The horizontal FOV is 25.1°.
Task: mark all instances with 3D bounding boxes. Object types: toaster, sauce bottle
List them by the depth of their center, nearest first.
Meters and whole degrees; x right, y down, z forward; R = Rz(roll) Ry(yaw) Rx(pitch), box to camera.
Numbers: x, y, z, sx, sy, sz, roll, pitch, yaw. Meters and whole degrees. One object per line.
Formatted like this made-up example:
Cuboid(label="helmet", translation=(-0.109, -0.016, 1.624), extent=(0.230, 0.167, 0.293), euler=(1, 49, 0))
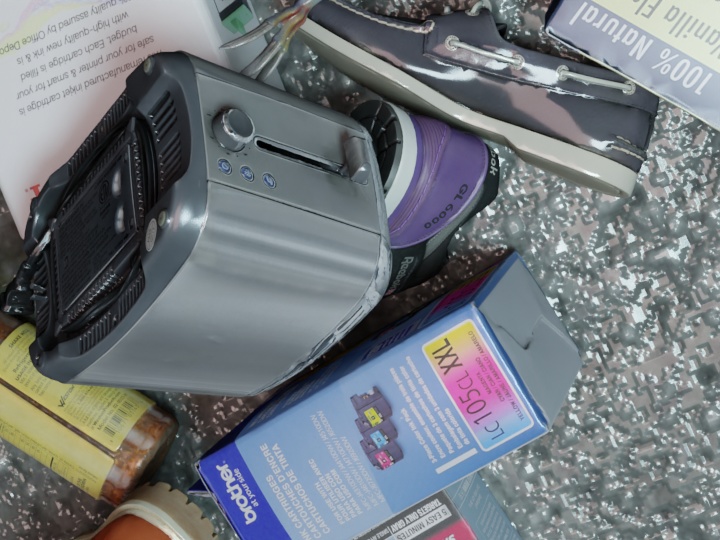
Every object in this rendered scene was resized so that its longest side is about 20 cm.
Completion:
Cuboid(label="toaster", translation=(-0.075, -0.008, 0.765), extent=(0.200, 0.128, 0.115), euler=(-42, 47, 43))
Cuboid(label="sauce bottle", translation=(-0.199, 0.058, 0.917), extent=(0.199, 0.066, 0.066), euler=(34, 109, 5))

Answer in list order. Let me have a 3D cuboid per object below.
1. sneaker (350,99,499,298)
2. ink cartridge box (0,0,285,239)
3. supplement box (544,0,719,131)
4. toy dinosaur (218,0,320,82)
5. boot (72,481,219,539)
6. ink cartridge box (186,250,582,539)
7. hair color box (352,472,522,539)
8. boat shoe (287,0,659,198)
Cuboid(label="sneaker", translation=(0.000, 0.000, 0.849), extent=(0.087, 0.076, 0.200), euler=(11, 139, -33))
Cuboid(label="ink cartridge box", translation=(-0.139, -0.137, 0.843), extent=(0.144, 0.084, 0.202), euler=(-19, 99, 17))
Cuboid(label="supplement box", translation=(0.213, -0.149, 0.713), extent=(0.199, 0.134, 0.201), euler=(29, 103, 1))
Cuboid(label="toy dinosaur", translation=(-0.024, -0.194, 0.746), extent=(0.105, 0.181, 0.200), euler=(42, 102, 11))
Cuboid(label="boot", translation=(-0.155, 0.196, 0.888), extent=(0.075, 0.107, 0.200), euler=(40, 143, 2))
Cuboid(label="ink cartridge box", translation=(0.006, 0.080, 0.833), extent=(0.199, 0.136, 0.077), euler=(-33, 91, 18))
Cuboid(label="hair color box", translation=(0.063, 0.209, 0.891), extent=(0.099, 0.061, 0.201), euler=(-33, 95, 18))
Cuboid(label="boat shoe", translation=(0.057, -0.104, 0.820), extent=(0.198, 0.073, 0.063), euler=(25, 89, 4))
